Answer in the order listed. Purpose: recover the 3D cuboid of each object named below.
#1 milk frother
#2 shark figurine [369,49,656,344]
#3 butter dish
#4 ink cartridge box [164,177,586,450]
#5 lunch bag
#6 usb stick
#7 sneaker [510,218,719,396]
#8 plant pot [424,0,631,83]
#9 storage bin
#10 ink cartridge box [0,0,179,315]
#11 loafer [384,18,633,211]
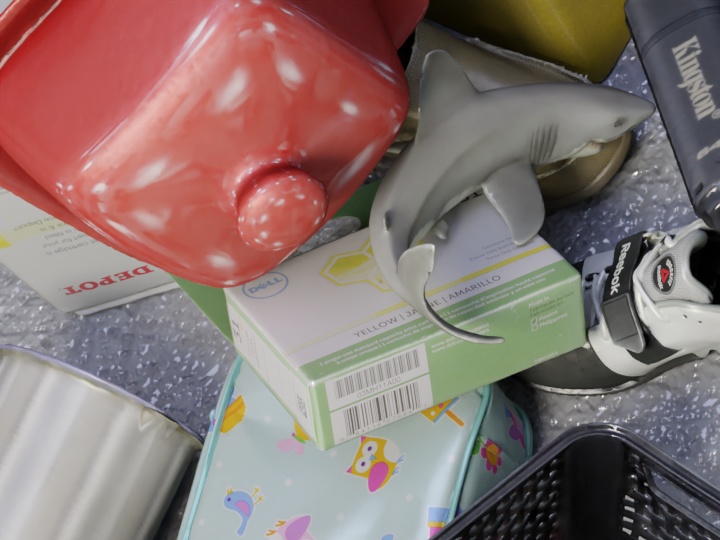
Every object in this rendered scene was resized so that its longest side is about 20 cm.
[{"bbox_3d":[-0.212,0.122,1.480,0.180,0.200,0.189,15,74,35],"label":"milk frother"},{"bbox_3d":[0.039,-0.053,1.402,0.128,0.090,0.215,10,36,27],"label":"shark figurine"},{"bbox_3d":[-0.061,-0.066,1.360,0.200,0.199,0.148,-46,46,13],"label":"butter dish"},{"bbox_3d":[0.000,0.000,1.452,0.145,0.048,0.200,-22,36,-17],"label":"ink cartridge box"},{"bbox_3d":[-0.011,0.126,1.451,0.160,0.077,0.201,7,70,30],"label":"lunch bag"},{"bbox_3d":[0.169,-0.087,1.443,0.055,0.033,0.200,-23,35,9],"label":"usb stick"},{"bbox_3d":[0.147,0.008,1.422,0.199,0.088,0.074,-11,65,23],"label":"sneaker"},{"bbox_3d":[0.062,-0.246,1.527,0.200,0.176,0.200,26,81,33],"label":"plant pot"},{"bbox_3d":[0.088,0.176,1.316,0.135,0.094,0.200,32,52,33],"label":"storage bin"},{"bbox_3d":[-0.142,-0.068,1.532,0.145,0.200,0.084,-15,58,19],"label":"ink cartridge box"},{"bbox_3d":[0.044,-0.084,1.526,0.199,0.067,0.076,14,74,31],"label":"loafer"}]
